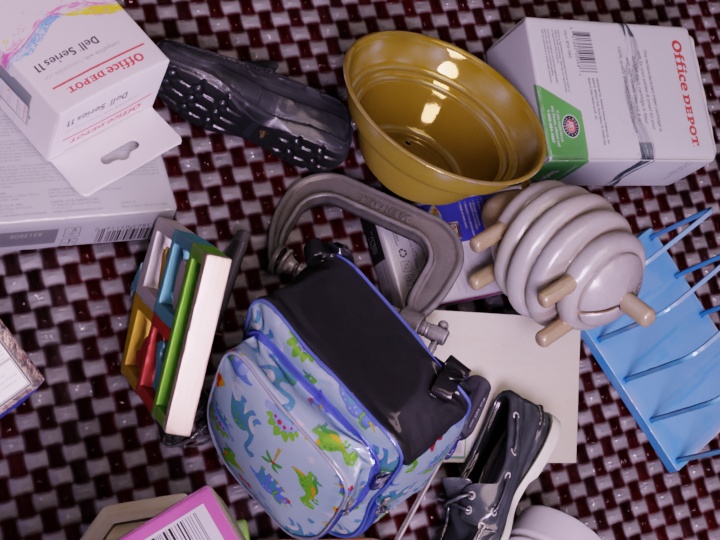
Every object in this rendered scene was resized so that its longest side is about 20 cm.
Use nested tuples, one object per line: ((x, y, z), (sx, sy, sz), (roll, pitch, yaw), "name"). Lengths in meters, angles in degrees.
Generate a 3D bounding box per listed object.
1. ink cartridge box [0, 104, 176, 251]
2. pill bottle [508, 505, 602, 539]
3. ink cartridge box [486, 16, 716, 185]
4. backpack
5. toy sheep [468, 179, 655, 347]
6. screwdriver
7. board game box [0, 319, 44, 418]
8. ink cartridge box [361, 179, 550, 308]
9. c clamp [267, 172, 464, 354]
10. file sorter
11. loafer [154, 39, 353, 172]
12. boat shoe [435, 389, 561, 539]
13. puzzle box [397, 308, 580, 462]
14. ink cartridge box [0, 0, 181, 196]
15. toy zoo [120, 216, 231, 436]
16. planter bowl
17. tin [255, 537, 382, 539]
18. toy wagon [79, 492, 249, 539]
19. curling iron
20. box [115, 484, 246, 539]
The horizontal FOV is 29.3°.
((-0.253, -0.114, 1.134), (0.159, 0.047, 0.201), (-6, 61, -27), "ink cartridge box")
((0.126, 0.301, 1.140), (0.114, 0.114, 0.200), (41, 61, -9), "pill bottle")
((0.237, -0.162, 1.353), (0.198, 0.083, 0.148), (-1, 75, -25), "ink cartridge box")
((-0.030, 0.115, 1.069), (0.147, 0.201, 0.183), (-35, 69, -29), "backpack")
((0.180, -0.007, 1.206), (0.137, 0.139, 0.200), (-24, 51, -29), "toy sheep")
((0.061, 0.169, 1.149), (0.028, 0.029, 0.201), (23, 60, 13), "screwdriver")
((-0.357, 0.054, 0.990), (0.159, 0.097, 0.201), (-37, 92, -30), "board game box")
((0.103, -0.022, 1.274), (0.199, 0.037, 0.095), (-12, 79, -26), "ink cartridge box")
((0.000, 0.000, 1.180), (0.199, 0.027, 0.171), (30, 64, 16), "c clamp")
((0.316, 0.061, 1.302), (0.138, 0.123, 0.201), (-34, 90, -30), "file sorter")
((-0.096, -0.152, 1.201), (0.199, 0.068, 0.071), (23, 55, -22), "loafer")
((0.099, 0.186, 1.161), (0.066, 0.074, 0.200), (43, 67, -18), "boat shoe")
((0.106, 0.103, 1.226), (0.198, 0.025, 0.134), (5, 87, -25), "puzzle box")
((-0.237, -0.169, 1.103), (0.200, 0.067, 0.117), (47, 54, 10), "ink cartridge box")
((-0.147, 0.034, 1.051), (0.020, 0.200, 0.132), (12, 96, -22), "toy zoo")
((0.061, -0.119, 1.237), (0.199, 0.084, 0.201), (18, 40, -16), "planter bowl")
((-0.039, 0.276, 1.113), (0.198, 0.042, 0.113), (5, 69, -24), "tin")
((-0.151, 0.273, 1.034), (0.154, 0.040, 0.202), (-9, 78, -5), "toy wagon")
((-0.122, 0.057, 1.141), (0.049, 0.026, 0.201), (5, 62, 18), "curling iron")
((-0.146, 0.236, 0.919), (0.175, 0.200, 0.097), (-31, 79, -8), "box")
